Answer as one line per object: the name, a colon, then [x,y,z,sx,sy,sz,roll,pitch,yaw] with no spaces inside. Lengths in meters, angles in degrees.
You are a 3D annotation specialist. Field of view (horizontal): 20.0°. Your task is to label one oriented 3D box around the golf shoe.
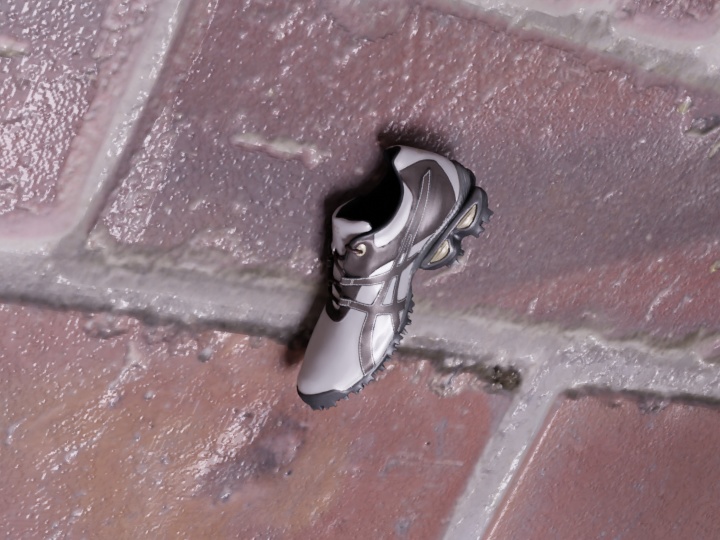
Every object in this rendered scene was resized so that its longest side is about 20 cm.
golf shoe: [0.000,0.000,1.415,0.094,0.078,0.201,30,97,-31]
